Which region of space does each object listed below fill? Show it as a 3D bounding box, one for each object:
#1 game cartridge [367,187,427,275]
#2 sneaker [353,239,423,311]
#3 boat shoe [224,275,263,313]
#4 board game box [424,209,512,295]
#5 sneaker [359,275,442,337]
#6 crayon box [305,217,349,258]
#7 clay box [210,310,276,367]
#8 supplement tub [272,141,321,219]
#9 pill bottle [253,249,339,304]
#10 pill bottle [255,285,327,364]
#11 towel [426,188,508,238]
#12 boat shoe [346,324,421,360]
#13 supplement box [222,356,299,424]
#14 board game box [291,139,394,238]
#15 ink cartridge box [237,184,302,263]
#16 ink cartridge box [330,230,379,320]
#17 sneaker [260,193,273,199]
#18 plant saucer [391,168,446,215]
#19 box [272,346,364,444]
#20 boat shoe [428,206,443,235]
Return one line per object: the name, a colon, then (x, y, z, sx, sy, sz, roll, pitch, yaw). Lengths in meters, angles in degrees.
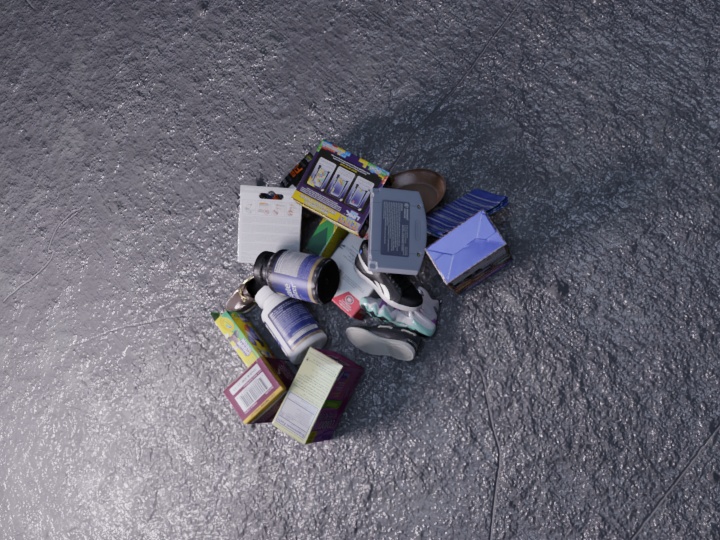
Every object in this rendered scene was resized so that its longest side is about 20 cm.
game cartridge: (0.084, -0.088, 1.506, 0.131, 0.042, 0.203, 7, 68, -10)
sneaker: (0.069, 0.003, 1.539, 0.199, 0.113, 0.073, 36, 50, 19)
boat shoe: (-0.286, 0.053, 1.760, 0.198, 0.059, 0.073, -31, 73, 14)
board game box: (0.254, -0.036, 1.535, 0.158, 0.200, 0.098, -34, 73, 8)
sneaker: (0.104, 0.065, 1.617, 0.198, 0.078, 0.142, 23, 77, -11)
crayon box: (-0.049, -0.117, 1.687, 0.050, 0.127, 0.202, 31, 89, 20)
clay box: (-0.295, 0.175, 1.704, 0.047, 0.115, 0.201, -40, 77, 5)
supplement tub: (-0.130, -0.224, 1.734, 0.200, 0.122, 0.123, -46, 70, 4)
pill bottle: (-0.159, 0.010, 1.623, 0.197, 0.112, 0.114, 11, 83, 28)
pill bottle: (-0.181, 0.127, 1.689, 0.111, 0.111, 0.201, -40, 71, 6)
towel: (0.235, -0.140, 1.574, 0.198, 0.024, 0.145, -27, 27, -16)
boat shoe: (0.057, 0.165, 1.634, 0.198, 0.075, 0.060, 8, 40, 34)
supplement box: (-0.219, 0.292, 1.622, 0.131, 0.200, 0.103, -43, 70, 5)
board game box: (-0.042, -0.197, 1.603, 0.198, 0.057, 0.167, 29, 90, 17)
ink cartridge box: (-0.228, -0.116, 1.694, 0.160, 0.057, 0.203, 3, 105, -7)
ink cartridge box: (0.000, 0.000, 1.670, 0.144, 0.084, 0.201, 39, 94, 20)
sneaker: (-0.246, -0.113, 1.755, 0.076, 0.111, 0.203, -15, 76, 14)
plant saucer: (0.117, -0.177, 1.636, 0.197, 0.037, 0.202, -13, 40, 11)
box: (-0.096, 0.299, 1.595, 0.096, 0.176, 0.202, 27, 88, 20)
boat shoe: (0.139, -0.129, 1.658, 0.197, 0.070, 0.072, 0, 80, 18)
